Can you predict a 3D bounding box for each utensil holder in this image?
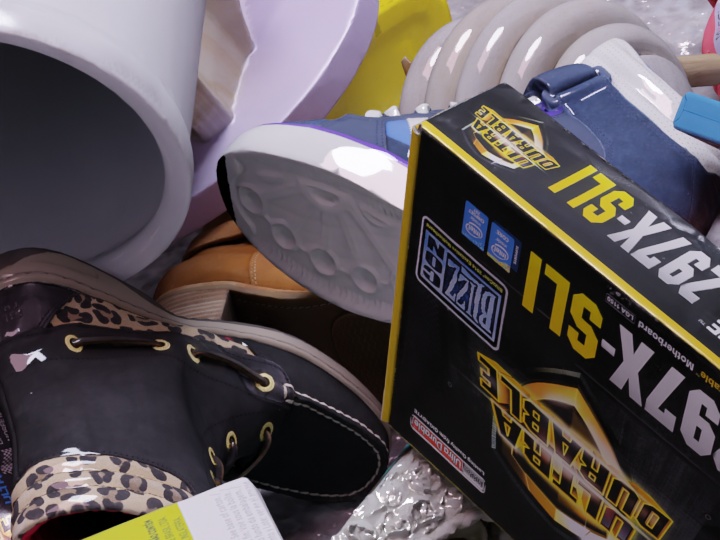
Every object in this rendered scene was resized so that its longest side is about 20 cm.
[{"bbox_3d":[-0.142,-0.115,1.098,0.169,0.170,0.201,-6,50,14],"label":"utensil holder"}]

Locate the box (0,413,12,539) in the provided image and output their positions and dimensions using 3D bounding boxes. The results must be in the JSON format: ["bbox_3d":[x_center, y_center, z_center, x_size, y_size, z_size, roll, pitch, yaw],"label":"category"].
[{"bbox_3d":[-0.203,0.117,1.080,0.197,0.050,0.201,-21,59,-13],"label":"box"}]

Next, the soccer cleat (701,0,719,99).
[{"bbox_3d":[0.197,-0.092,1.299,0.076,0.067,0.201,-31,28,33],"label":"soccer cleat"}]

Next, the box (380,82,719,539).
[{"bbox_3d":[0.093,0.050,0.977,0.049,0.160,0.200,-27,52,-32],"label":"box"}]

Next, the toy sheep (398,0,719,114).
[{"bbox_3d":[0.094,-0.067,1.231,0.199,0.138,0.138,3,35,46],"label":"toy sheep"}]

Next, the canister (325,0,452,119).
[{"bbox_3d":[-0.065,-0.120,1.412,0.148,0.087,0.199,-36,40,-28],"label":"canister"}]

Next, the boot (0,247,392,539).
[{"bbox_3d":[-0.064,0.081,1.055,0.073,0.199,0.151,-48,32,24],"label":"boot"}]

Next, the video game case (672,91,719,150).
[{"bbox_3d":[0.236,-0.020,1.078,0.143,0.199,0.018,25,93,45],"label":"video game case"}]

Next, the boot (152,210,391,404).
[{"bbox_3d":[0.000,0.000,1.222,0.199,0.074,0.155,-3,31,13],"label":"boot"}]

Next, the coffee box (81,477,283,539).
[{"bbox_3d":[-0.072,0.222,0.799,0.197,0.201,0.200,-21,34,-8],"label":"coffee box"}]

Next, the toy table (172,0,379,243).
[{"bbox_3d":[-0.100,-0.108,1.264,0.200,0.117,0.184,-50,43,-8],"label":"toy table"}]

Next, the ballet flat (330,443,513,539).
[{"bbox_3d":[-0.003,0.137,1.026,0.071,0.072,0.200,12,42,35],"label":"ballet flat"}]

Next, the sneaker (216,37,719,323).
[{"bbox_3d":[0.057,-0.046,1.127,0.199,0.081,0.147,16,44,28],"label":"sneaker"}]
